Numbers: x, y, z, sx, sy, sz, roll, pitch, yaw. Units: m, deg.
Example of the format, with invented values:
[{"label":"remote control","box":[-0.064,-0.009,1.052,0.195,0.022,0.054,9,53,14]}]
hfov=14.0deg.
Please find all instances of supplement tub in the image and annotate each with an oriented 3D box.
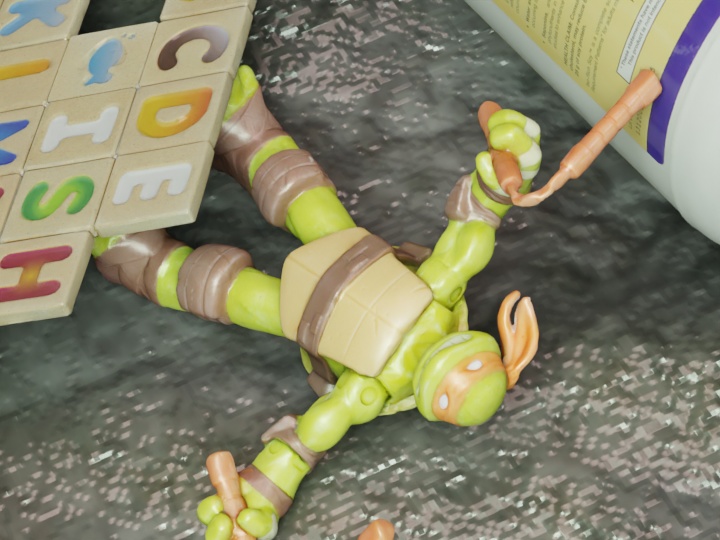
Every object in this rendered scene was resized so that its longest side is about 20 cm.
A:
[{"label":"supplement tub","box":[0.106,-0.118,0.958,0.145,0.146,0.200,-31,56,-18]}]

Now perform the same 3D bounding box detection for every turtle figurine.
[{"label":"turtle figurine","box":[0.000,0.000,0.919,0.161,0.064,0.201,36,93,34]}]

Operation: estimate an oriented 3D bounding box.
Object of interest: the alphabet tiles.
[{"label":"alphabet tiles","box":[-0.117,-0.051,0.965,0.166,0.008,0.201,-8,41,20]}]
